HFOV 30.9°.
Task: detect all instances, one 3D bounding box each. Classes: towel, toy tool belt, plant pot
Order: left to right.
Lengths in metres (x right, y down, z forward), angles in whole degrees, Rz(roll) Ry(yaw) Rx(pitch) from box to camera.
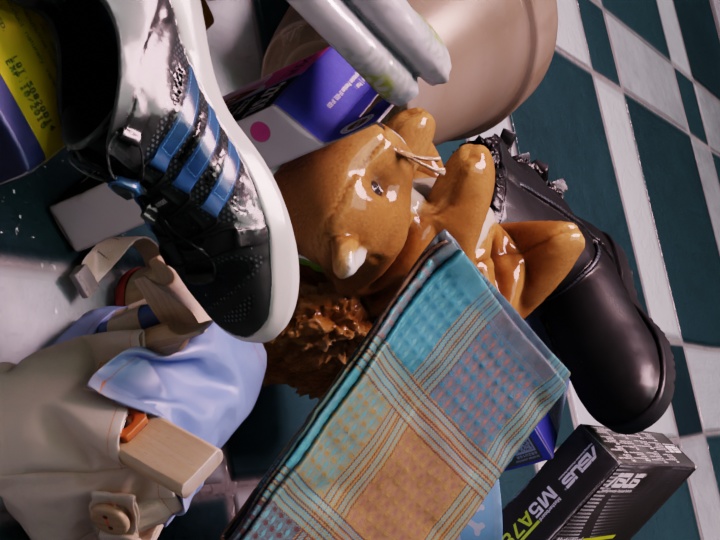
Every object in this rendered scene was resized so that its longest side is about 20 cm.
[{"bbox_3d":[-0.095,0.053,0.660,0.125,0.123,0.200,65,27,-25],"label":"toy tool belt"},{"bbox_3d":[-0.049,-0.177,0.633,0.200,0.048,0.171,40,7,-40],"label":"towel"},{"bbox_3d":[0.022,-0.160,0.945,0.174,0.200,0.200,-49,119,-48],"label":"plant pot"},{"bbox_3d":[0.028,0.098,0.706,0.200,0.022,0.147,-54,130,-12],"label":"towel"}]

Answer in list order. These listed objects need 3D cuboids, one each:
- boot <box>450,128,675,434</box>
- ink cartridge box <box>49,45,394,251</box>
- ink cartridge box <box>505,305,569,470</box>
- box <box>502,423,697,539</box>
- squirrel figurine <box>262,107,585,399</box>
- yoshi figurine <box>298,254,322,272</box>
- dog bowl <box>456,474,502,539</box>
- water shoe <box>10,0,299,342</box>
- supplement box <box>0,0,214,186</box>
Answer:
[{"bbox_3d":[0.130,0.003,0.896,0.162,0.073,0.198,36,31,-33],"label":"boot"},{"bbox_3d":[-0.067,-0.072,0.703,0.037,0.200,0.095,63,28,-18],"label":"ink cartridge box"},{"bbox_3d":[0.079,0.086,0.958,0.076,0.136,0.200,58,30,-22],"label":"ink cartridge box"},{"bbox_3d":[0.152,0.202,0.985,0.048,0.193,0.200,48,15,27],"label":"box"},{"bbox_3d":[0.000,0.000,0.753,0.142,0.200,0.187,42,12,26],"label":"squirrel figurine"},{"bbox_3d":[-0.004,-0.031,0.917,0.112,0.112,0.200,60,28,8],"label":"yoshi figurine"},{"bbox_3d":[0.045,0.182,0.834,0.112,0.049,0.200,-103,-164,-51],"label":"dog bowl"},{"bbox_3d":[-0.095,-0.052,0.569,0.079,0.071,0.200,-31,104,-45],"label":"water shoe"},{"bbox_3d":[-0.174,-0.118,0.626,0.109,0.109,0.200,63,29,-19],"label":"supplement box"}]
